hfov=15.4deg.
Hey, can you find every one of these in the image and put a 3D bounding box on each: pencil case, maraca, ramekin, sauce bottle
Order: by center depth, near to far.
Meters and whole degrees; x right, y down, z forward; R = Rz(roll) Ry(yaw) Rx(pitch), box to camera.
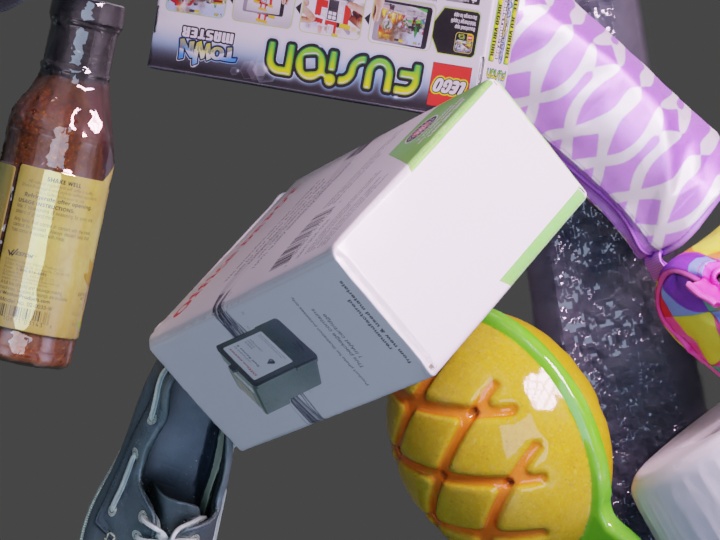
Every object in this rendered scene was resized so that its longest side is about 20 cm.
[{"bbox_3d":[0.241,0.104,1.430,0.200,0.200,0.098,-35,89,-1],"label":"ramekin"},{"bbox_3d":[0.249,-0.021,1.446,0.200,0.088,0.089,-39,96,-22],"label":"pencil case"},{"bbox_3d":[-0.166,-0.049,1.450,0.066,0.066,0.201,14,94,-5],"label":"sauce bottle"},{"bbox_3d":[0.086,0.111,1.451,0.107,0.137,0.201,-28,88,-41],"label":"maraca"},{"bbox_3d":[0.115,-0.092,1.457,0.200,0.084,0.086,39,61,-5],"label":"pencil case"}]

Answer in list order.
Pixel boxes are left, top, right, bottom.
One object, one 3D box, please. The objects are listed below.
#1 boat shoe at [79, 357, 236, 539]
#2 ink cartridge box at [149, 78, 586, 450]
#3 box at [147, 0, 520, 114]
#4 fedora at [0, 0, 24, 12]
[{"bbox_3d":[-0.111,0.128,1.468,0.072,0.062,0.201,18,92,-5],"label":"boat shoe"},{"bbox_3d":[0.000,0.000,1.377,0.084,0.200,0.146,49,57,-11],"label":"ink cartridge box"},{"bbox_3d":[-0.014,-0.147,1.423,0.199,0.035,0.111,12,94,25],"label":"box"},{"bbox_3d":[-0.135,-0.219,1.411,0.090,0.177,0.201,17,86,-34],"label":"fedora"}]
